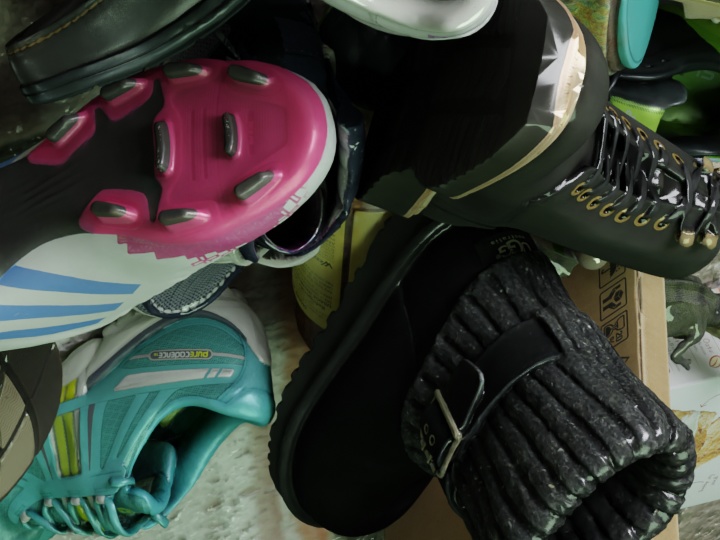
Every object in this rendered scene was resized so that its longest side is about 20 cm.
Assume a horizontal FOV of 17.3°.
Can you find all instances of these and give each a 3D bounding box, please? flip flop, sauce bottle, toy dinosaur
[{"bbox_3d":[-0.184,0.022,0.929,0.081,0.057,0.200,-53,136,-17],"label":"flip flop"},{"bbox_3d":[0.000,0.000,1.021,0.066,0.066,0.200,-16,148,-15],"label":"sauce bottle"},{"bbox_3d":[0.110,0.022,1.112,0.199,0.048,0.088,15,140,-33],"label":"toy dinosaur"}]

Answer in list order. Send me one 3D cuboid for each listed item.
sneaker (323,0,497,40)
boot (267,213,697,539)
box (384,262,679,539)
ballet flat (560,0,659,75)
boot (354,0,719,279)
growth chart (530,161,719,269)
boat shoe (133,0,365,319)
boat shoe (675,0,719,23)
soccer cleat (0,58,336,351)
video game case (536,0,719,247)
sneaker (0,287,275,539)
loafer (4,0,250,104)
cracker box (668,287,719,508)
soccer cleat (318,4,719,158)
[{"bbox_3d":[-0.028,-0.144,0.713,0.200,0.100,0.075,39,97,-17],"label":"sneaker"},{"bbox_3d":[0.042,0.081,0.953,0.079,0.158,0.212,-12,144,-31],"label":"boot"},{"bbox_3d":[0.068,0.098,1.001,0.021,0.201,0.163,31,131,-28],"label":"box"},{"bbox_3d":[0.070,-0.121,0.792,0.070,0.071,0.200,-26,166,0],"label":"ballet flat"},{"bbox_3d":[0.087,-0.042,0.821,0.138,0.078,0.200,18,176,-11],"label":"boot"},{"bbox_3d":[0.163,-0.040,1.006,0.199,0.018,0.145,-19,-171,-11],"label":"growth chart"},{"bbox_3d":[-0.053,-0.024,0.920,0.074,0.093,0.201,-11,145,-22],"label":"boat shoe"},{"bbox_3d":[0.143,-0.133,0.925,0.199,0.073,0.065,6,152,-28],"label":"boat shoe"},{"bbox_3d":[-0.086,-0.021,0.853,0.199,0.070,0.086,-18,158,24],"label":"soccer cleat"},{"bbox_3d":[0.156,-0.072,1.063,0.200,0.024,0.182,-37,146,17],"label":"video game case"},{"bbox_3d":[-0.119,0.085,1.043,0.200,0.080,0.077,-39,146,20],"label":"sneaker"},{"bbox_3d":[-0.048,-0.132,0.809,0.199,0.073,0.072,-35,106,9],"label":"loafer"},{"bbox_3d":[0.138,0.078,1.233,0.199,0.058,0.134,-13,146,-22],"label":"cracker box"},{"bbox_3d":[0.080,-0.077,0.927,0.199,0.081,0.068,3,121,-24],"label":"soccer cleat"}]
